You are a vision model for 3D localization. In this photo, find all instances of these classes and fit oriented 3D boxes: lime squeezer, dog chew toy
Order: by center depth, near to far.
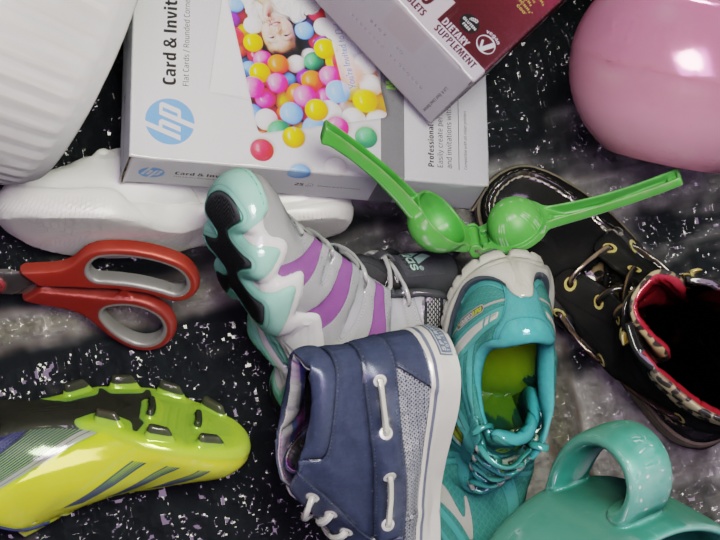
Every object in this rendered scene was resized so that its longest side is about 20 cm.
[{"bbox_3d":[0.069,-0.040,1.533,0.199,0.038,0.071,7,114,-12],"label":"lime squeezer"},{"bbox_3d":[0.184,-0.157,1.537,0.124,0.125,0.201,11,97,-5],"label":"dog chew toy"}]

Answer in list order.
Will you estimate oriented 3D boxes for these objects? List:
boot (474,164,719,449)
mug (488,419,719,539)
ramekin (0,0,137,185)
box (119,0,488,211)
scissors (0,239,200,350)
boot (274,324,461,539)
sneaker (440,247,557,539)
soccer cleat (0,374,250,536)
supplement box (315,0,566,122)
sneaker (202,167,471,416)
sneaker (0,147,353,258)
[{"bbox_3d":[0.149,0.016,1.561,0.073,0.151,0.200,-39,91,-6],"label":"boot"},{"bbox_3d":[0.137,0.175,1.555,0.152,0.114,0.186,22,93,-40],"label":"mug"},{"bbox_3d":[-0.185,-0.138,1.518,0.094,0.202,0.203,24,85,-16],"label":"ramekin"},{"bbox_3d":[-0.031,-0.118,1.573,0.199,0.041,0.156,4,67,-10],"label":"box"},{"bbox_3d":[-0.189,0.001,1.579,0.199,0.014,0.073,12,131,-3],"label":"scissors"},{"bbox_3d":[-0.006,0.124,1.546,0.090,0.073,0.201,-6,114,-26],"label":"boot"},{"bbox_3d":[0.068,0.085,1.551,0.077,0.080,0.201,-3,127,-11],"label":"sneaker"},{"bbox_3d":[-0.162,0.108,1.581,0.199,0.065,0.084,0,117,-10],"label":"soccer cleat"},{"bbox_3d":[0.074,-0.185,1.570,0.109,0.061,0.200,46,58,-1],"label":"supplement box"},{"bbox_3d":[0.000,0.000,1.560,0.140,0.078,0.200,-30,132,-14],"label":"sneaker"},{"bbox_3d":[-0.106,-0.058,1.588,0.199,0.075,0.089,-3,76,-13],"label":"sneaker"}]
